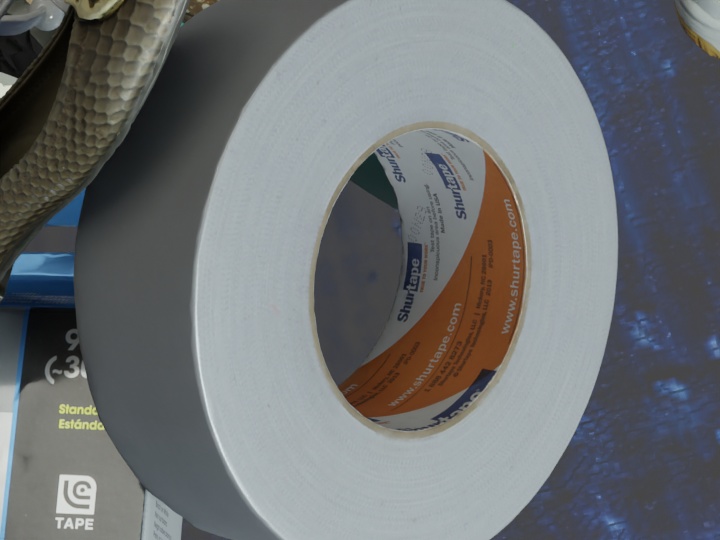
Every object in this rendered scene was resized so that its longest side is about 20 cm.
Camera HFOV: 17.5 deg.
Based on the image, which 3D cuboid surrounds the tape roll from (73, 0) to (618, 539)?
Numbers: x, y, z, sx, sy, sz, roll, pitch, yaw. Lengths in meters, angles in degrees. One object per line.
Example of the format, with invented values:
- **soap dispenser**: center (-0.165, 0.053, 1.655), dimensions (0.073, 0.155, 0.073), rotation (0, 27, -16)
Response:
- **tape roll**: center (0.000, 0.000, 0.801), dimensions (0.066, 0.201, 0.201), rotation (10, 56, 46)

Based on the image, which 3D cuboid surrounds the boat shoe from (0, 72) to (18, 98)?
- **boat shoe**: center (-0.215, -0.060, 0.945), dimensions (0.199, 0.073, 0.062), rotation (14, 70, 14)

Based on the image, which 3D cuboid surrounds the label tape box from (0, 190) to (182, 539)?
- **label tape box**: center (-0.136, 0.053, 0.843), dimensions (0.142, 0.066, 0.201), rotation (1, 75, 9)

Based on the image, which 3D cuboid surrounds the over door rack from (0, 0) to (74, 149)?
- **over door rack**: center (-0.142, -0.121, 0.856), dimensions (0.148, 0.066, 0.201), rotation (-45, 49, 33)

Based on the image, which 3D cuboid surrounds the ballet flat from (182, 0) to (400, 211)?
- **ballet flat**: center (-0.020, -0.087, 0.896), dimensions (0.200, 0.070, 0.065), rotation (32, 68, -14)

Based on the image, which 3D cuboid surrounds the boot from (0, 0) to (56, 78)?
- **boot**: center (-0.094, -0.128, 0.977), dimensions (0.138, 0.078, 0.200), rotation (-39, 75, -21)

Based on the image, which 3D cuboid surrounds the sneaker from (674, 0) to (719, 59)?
- **sneaker**: center (0.218, -0.154, 0.936), dimensions (0.199, 0.088, 0.075), rotation (-29, 58, -12)

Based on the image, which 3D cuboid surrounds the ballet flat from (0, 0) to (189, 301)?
- **ballet flat**: center (-0.108, -0.046, 0.752), dimensions (0.046, 0.200, 0.068), rotation (28, 42, -16)
